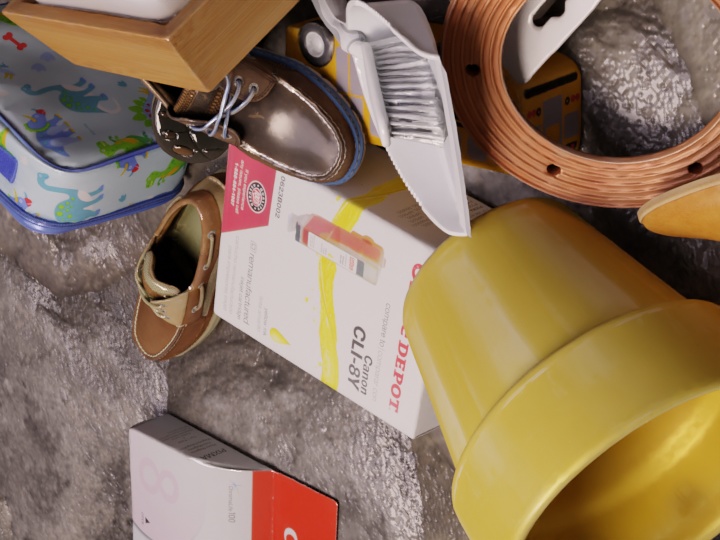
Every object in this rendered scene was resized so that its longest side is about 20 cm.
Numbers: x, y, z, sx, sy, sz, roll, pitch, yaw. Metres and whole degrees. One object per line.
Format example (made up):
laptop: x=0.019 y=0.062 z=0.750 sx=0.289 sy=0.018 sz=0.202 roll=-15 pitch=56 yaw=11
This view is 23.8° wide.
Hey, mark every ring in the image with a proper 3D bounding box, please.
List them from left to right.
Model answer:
ring: x=0.144 y=-0.118 z=0.954 sx=0.199 sy=0.019 sz=0.201 roll=6 pitch=133 yaw=7

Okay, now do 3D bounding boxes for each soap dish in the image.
soap dish: x=-0.096 y=-0.194 z=1.023 sx=0.157 sy=0.200 sz=0.081 roll=15 pitch=144 yaw=41

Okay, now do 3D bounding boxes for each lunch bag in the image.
lunch bag: x=-0.236 y=-0.120 z=1.294 sx=0.200 sy=0.160 sz=0.083 roll=42 pitch=131 yaw=23

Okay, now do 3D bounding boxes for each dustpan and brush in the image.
dustpan and brush: x=0.011 y=-0.124 z=1.016 sx=0.201 sy=0.057 sz=0.140 roll=-105 pitch=2 yaw=-45

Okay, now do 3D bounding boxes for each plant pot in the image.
plant pot: x=0.123 y=0.065 z=1.006 sx=0.189 sy=0.200 sz=0.201 roll=56 pitch=138 yaw=34

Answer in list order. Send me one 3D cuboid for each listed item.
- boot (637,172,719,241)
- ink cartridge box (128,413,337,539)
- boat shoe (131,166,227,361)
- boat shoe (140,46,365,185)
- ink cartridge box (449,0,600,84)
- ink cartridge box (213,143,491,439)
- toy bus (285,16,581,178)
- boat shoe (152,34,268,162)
boot: x=0.250 y=0.009 z=0.925 sx=0.201 sy=0.071 sz=0.145 roll=-13 pitch=86 yaw=38
ink cartridge box: x=-0.108 y=0.225 z=1.393 sx=0.200 sy=0.057 sz=0.163 roll=25 pitch=122 yaw=41
boat shoe: x=-0.140 y=-0.003 z=1.310 sx=0.076 sy=0.074 sz=0.200 roll=48 pitch=133 yaw=20
boat shoe: x=-0.090 y=-0.114 z=1.097 sx=0.200 sy=0.072 sz=0.072 roll=33 pitch=114 yaw=12
ink cartridge box: x=0.085 y=-0.223 z=1.004 sx=0.200 sy=0.067 sz=0.117 roll=56 pitch=136 yaw=13
ink cartridge box: x=0.000 y=0.000 z=1.167 sx=0.200 sy=0.083 sz=0.146 roll=30 pitch=125 yaw=33
toy bus: x=0.043 y=-0.118 z=1.091 sx=0.199 sy=0.065 sz=0.079 roll=16 pitch=119 yaw=39
boat shoe: x=-0.096 y=-0.176 z=1.183 sx=0.075 sy=0.074 sz=0.201 roll=21 pitch=107 yaw=-10
